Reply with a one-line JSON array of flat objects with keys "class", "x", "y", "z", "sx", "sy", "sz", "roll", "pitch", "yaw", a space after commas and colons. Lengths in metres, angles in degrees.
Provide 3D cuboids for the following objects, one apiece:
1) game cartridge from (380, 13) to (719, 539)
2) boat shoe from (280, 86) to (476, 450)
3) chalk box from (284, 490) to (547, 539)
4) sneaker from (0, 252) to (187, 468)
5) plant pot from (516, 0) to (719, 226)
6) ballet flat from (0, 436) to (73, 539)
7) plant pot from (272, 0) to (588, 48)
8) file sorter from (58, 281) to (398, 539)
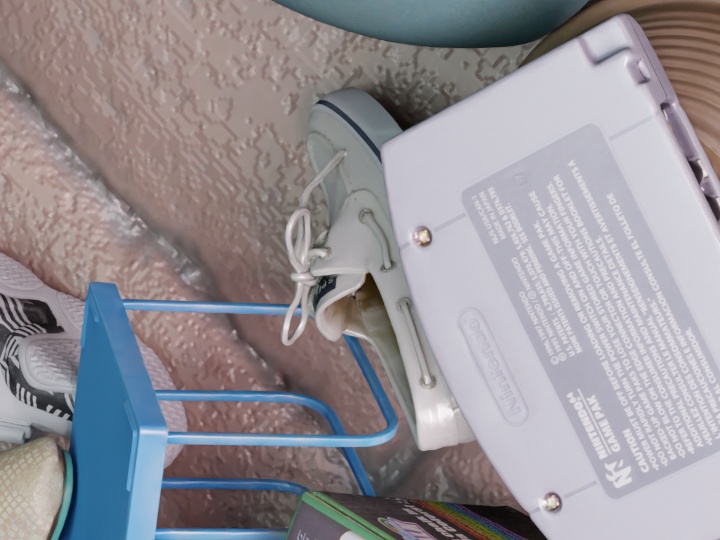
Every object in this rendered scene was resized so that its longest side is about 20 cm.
[{"class": "game cartridge", "x": 0.093, "y": 0.017, "z": 1.129, "sx": 0.133, "sy": 0.040, "sz": 0.201, "roll": -26, "pitch": 88, "yaw": 21}, {"class": "boat shoe", "x": 0.001, "y": 0.004, "z": 1.253, "sx": 0.086, "sy": 0.075, "sz": 0.202, "roll": -21, "pitch": 53, "yaw": -11}, {"class": "chalk box", "x": 0.029, "y": 0.174, "z": 1.196, "sx": 0.124, "sy": 0.199, "sz": 0.125, "roll": 27, "pitch": 101, "yaw": 37}, {"class": "sneaker", "x": -0.181, "y": 0.061, "z": 1.391, "sx": 0.199, "sy": 0.075, "sz": 0.115, "roll": 32, "pitch": 118, "yaw": 10}, {"class": "plant pot", "x": 0.130, "y": -0.018, "z": 1.177, "sx": 0.200, "sy": 0.093, "sz": 0.202, "roll": 4, "pitch": 99, "yaw": 22}, {"class": "ballet flat", "x": -0.190, "y": 0.137, "z": 1.362, "sx": 0.200, "sy": 0.062, "sz": 0.068, "roll": 125, "pitch": 148, "yaw": -53}, {"class": "plant pot", "x": 0.044, "y": -0.172, "z": 1.206, "sx": 0.135, "sy": 0.201, "sz": 0.200, "roll": 37, "pitch": 115, "yaw": -22}, {"class": "file sorter", "x": -0.065, "y": 0.126, "z": 1.288, "sx": 0.122, "sy": 0.139, "sz": 0.201, "roll": 1, "pitch": 115, "yaw": -16}]
